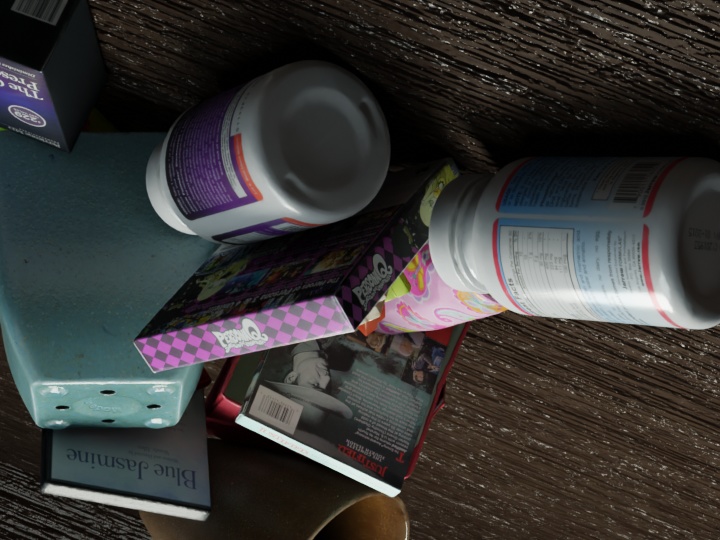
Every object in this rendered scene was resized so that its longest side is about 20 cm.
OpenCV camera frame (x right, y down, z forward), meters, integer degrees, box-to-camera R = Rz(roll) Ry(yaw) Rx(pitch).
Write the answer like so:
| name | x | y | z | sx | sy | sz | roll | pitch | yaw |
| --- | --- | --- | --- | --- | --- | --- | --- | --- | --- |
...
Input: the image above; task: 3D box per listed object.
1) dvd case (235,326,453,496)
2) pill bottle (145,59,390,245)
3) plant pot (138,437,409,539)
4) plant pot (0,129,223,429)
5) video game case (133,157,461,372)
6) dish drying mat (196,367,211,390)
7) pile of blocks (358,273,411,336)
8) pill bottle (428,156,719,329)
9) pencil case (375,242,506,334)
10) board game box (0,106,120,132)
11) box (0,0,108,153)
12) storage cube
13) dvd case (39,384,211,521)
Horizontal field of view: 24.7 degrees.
| name | x | y | z | sx | sy | sz | roll | pitch | yaw |
| --- | --- | --- | --- | --- | --- | --- | --- | --- | --- |
| dvd case | -0.004 | 0.066 | 1.341 | 0.146 | 0.200 | 0.022 | 26 | 148 | -12 |
| pill bottle | -0.075 | -0.077 | 1.176 | 0.111 | 0.112 | 0.200 | 32 | 158 | -25 |
| plant pot | -0.092 | 0.229 | 1.430 | 0.200 | 0.187 | 0.187 | 28 | 166 | 32 |
| plant pot | -0.205 | 0.020 | 1.330 | 0.196 | 0.200 | 0.196 | 0 | 158 | -8 |
| video game case | -0.043 | -0.004 | 1.183 | 0.200 | 0.181 | 0.036 | -14 | 115 | 39 |
| dish drying mat | -0.211 | 0.029 | 1.445 | 0.200 | 0.077 | 0.018 | 55 | 138 | 18 |
| pile of blocks | 0.000 | 0.000 | 1.257 | 0.062 | 0.082 | 0.200 | 59 | 178 | -21 |
| pill bottle | 0.147 | -0.021 | 1.082 | 0.200 | 0.109 | 0.109 | 5 | 154 | 43 |
| pencil case | 0.065 | -0.001 | 1.269 | 0.087 | 0.088 | 0.200 | 30 | 159 | -18 |
| board game box | -0.304 | -0.123 | 1.405 | 0.200 | 0.048 | 0.102 | 9 | 156 | 33 |
| box | -0.299 | -0.178 | 1.217 | 0.200 | 0.079 | 0.141 | 21 | 163 | 7 |
| storage cube | -0.029 | 0.085 | 1.463 | 0.200 | 0.171 | 0.180 | 24 | 162 | -6 |
| dvd case | -0.200 | 0.119 | 1.400 | 0.142 | 0.200 | 0.018 | 14 | 131 | -21 |
